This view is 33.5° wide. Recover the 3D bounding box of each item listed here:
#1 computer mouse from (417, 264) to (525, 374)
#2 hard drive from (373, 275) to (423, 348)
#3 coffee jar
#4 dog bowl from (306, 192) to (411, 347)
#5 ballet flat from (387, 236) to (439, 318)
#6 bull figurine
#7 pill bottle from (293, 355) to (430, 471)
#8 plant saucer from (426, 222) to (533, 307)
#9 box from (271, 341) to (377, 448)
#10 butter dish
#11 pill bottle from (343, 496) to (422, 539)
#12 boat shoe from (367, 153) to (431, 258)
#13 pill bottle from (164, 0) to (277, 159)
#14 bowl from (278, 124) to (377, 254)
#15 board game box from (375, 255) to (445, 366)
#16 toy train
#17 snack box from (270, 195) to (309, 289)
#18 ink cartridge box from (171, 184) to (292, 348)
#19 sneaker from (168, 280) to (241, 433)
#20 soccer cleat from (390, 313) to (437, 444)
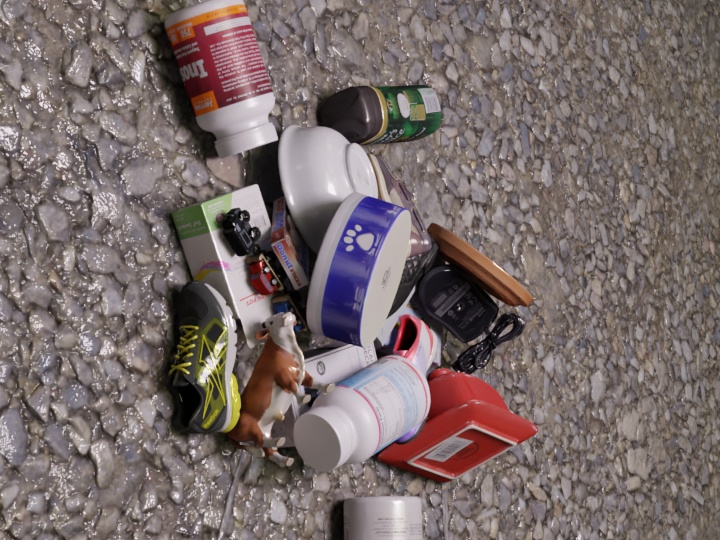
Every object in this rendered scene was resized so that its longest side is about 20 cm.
[{"bbox_3d":[0.156,0.062,1.894,0.200,0.138,0.053,48,5,-28],"label":"computer mouse"},{"bbox_3d":[0.032,0.000,1.809,0.132,0.027,0.200,53,47,-25],"label":"hard drive"},{"bbox_3d":[0.032,-0.243,1.872,0.199,0.104,0.086,-11,87,-50],"label":"coffee jar"},{"bbox_3d":[0.000,0.000,1.620,0.200,0.078,0.201,17,90,-78],"label":"dog bowl"},{"bbox_3d":[0.052,0.013,1.782,0.200,0.057,0.067,-49,160,-41],"label":"ballet flat"},{"bbox_3d":[-0.107,0.154,1.550,0.065,0.121,0.201,7,114,-49],"label":"bull figurine"},{"bbox_3d":[0.002,0.197,1.631,0.200,0.108,0.109,-25,100,-49],"label":"pill bottle"},{"bbox_3d":[0.182,-0.003,1.876,0.200,0.200,0.032,38,89,-38],"label":"plant saucer"},{"bbox_3d":[-0.053,0.171,1.704,0.199,0.060,0.118,-13,92,-51],"label":"box"},{"bbox_3d":[0.138,0.221,1.852,0.199,0.200,0.149,26,39,-45],"label":"butter dish"},{"bbox_3d":[0.033,0.425,1.702,0.114,0.114,0.202,13,71,-47],"label":"pill bottle"},{"bbox_3d":[0.051,-0.094,1.778,0.064,0.072,0.201,-2,46,-22],"label":"boat shoe"},{"bbox_3d":[-0.182,-0.259,1.614,0.113,0.112,0.201,-27,101,-49],"label":"pill bottle"},{"bbox_3d":[-0.034,-0.125,1.728,0.201,0.090,0.202,50,32,-47],"label":"bowl"},{"bbox_3d":[0.056,0.032,1.881,0.199,0.041,0.201,24,63,-44],"label":"board game box"},{"bbox_3d":[-0.123,0.007,1.574,0.046,0.034,0.201,-51,120,-40],"label":"toy train"},{"bbox_3d":[-0.097,-0.041,1.647,0.200,0.024,0.072,-98,162,-70],"label":"snack box"},{"bbox_3d":[-0.165,-0.002,1.607,0.117,0.067,0.201,-25,100,-49],"label":"ink cartridge box"},{"bbox_3d":[-0.205,0.113,1.526,0.084,0.074,0.202,-9,88,-50],"label":"sneaker"},{"bbox_3d":[0.066,0.160,1.774,0.073,0.068,0.201,47,45,-41],"label":"soccer cleat"}]
